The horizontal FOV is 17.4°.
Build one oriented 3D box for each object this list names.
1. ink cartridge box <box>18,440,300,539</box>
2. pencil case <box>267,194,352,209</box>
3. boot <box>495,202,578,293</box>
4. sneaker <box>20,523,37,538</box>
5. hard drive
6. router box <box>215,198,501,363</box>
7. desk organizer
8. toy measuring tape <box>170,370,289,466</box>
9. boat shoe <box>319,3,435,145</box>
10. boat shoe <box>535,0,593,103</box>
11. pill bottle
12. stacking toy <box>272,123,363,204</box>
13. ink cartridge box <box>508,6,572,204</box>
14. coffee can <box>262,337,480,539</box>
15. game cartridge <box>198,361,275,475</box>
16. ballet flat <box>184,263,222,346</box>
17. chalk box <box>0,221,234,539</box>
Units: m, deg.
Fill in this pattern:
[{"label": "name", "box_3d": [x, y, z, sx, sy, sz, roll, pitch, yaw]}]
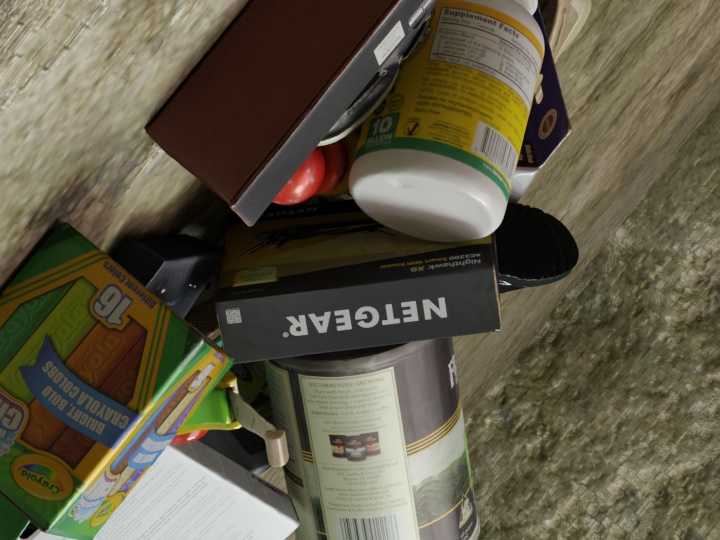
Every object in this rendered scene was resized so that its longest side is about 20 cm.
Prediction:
[{"label": "ink cartridge box", "box_3d": [-0.180, 0.198, 1.728, 0.196, 0.200, 0.043, -44, -144, 15]}, {"label": "pencil case", "box_3d": [0.001, -0.056, 1.880, 0.200, 0.089, 0.078, -27, 113, -56]}, {"label": "boot", "box_3d": [0.060, 0.021, 1.909, 0.198, 0.074, 0.163, -7, 152, -32]}, {"label": "sneaker", "box_3d": [-0.202, 0.145, 1.781, 0.200, 0.074, 0.080, -45, 166, -30]}, {"label": "hard drive", "box_3d": [-0.182, 0.059, 1.661, 0.200, 0.042, 0.135, -55, 168, 13]}, {"label": "router box", "box_3d": [0.000, 0.000, 1.708, 0.157, 0.199, 0.052, -89, 171, -65]}, {"label": "desk organizer", "box_3d": [-0.042, -0.134, 1.510, 0.200, 0.077, 0.072, -51, 169, -2]}, {"label": "toy measuring tape", "box_3d": [-0.114, 0.095, 1.588, 0.074, 0.074, 0.200, -51, -150, -2]}, {"label": "boat shoe", "box_3d": [0.010, -0.176, 1.595, 0.199, 0.074, 0.066, -50, 167, -8]}, {"label": "boat shoe", "box_3d": [0.135, -0.180, 2.112, 0.064, 0.071, 0.200, -17, 136, -60]}, {"label": "pill bottle", "box_3d": [0.067, -0.131, 1.660, 0.113, 0.112, 0.200, 101, 4, -68]}, {"label": "stacking toy", "box_3d": [-0.013, -0.086, 1.697, 0.085, 0.085, 0.200, -56, 164, 25]}, {"label": "ink cartridge box", "box_3d": [0.098, -0.107, 1.988, 0.200, 0.041, 0.200, -58, -156, 31]}, {"label": "coffee can", "box_3d": [0.007, 0.118, 1.781, 0.146, 0.146, 0.201, -39, 129, -46]}, {"label": "game cartridge", "box_3d": [-0.103, 0.094, 1.836, 0.041, 0.133, 0.200, -33, -176, 35]}, {"label": "ballet flat", "box_3d": [-0.107, 0.026, 1.804, 0.070, 0.065, 0.200, -35, 177, 26]}, {"label": "chalk box", "box_3d": [-0.195, 0.091, 1.500, 0.200, 0.125, 0.124, -52, 169, -4]}]
